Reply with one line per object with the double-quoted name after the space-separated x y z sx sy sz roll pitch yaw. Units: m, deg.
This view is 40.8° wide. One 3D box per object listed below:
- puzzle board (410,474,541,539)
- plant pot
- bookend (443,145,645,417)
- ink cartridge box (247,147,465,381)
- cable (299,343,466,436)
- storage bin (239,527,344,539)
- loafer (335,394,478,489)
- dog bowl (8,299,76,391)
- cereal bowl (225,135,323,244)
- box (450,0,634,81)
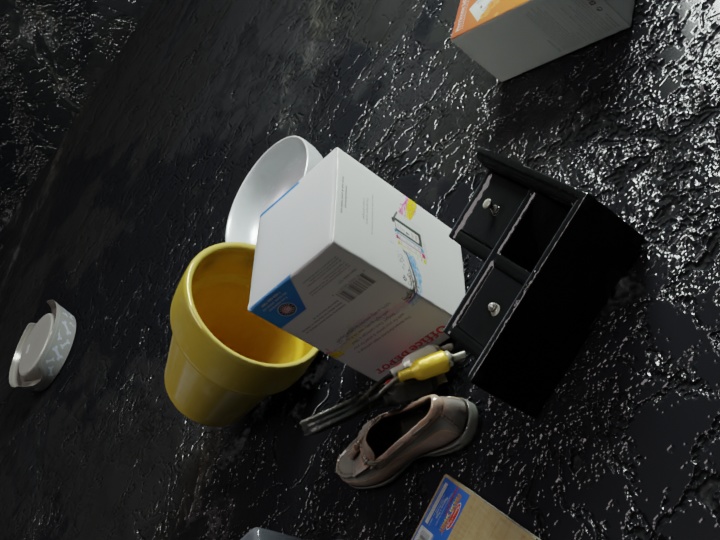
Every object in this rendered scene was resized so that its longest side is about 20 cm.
0.077 0.308 0.896 0.203 0.017 0.150 -62 30 -3 "puzzle board"
-0.168 0.100 1.277 0.190 0.197 0.203 -56 27 39 "plant pot"
0.146 0.002 0.970 0.201 0.091 0.200 -58 30 5 "bookend"
0.000 0.000 1.083 0.147 0.198 0.146 -36 36 34 "ink cartridge box"
0.013 0.121 1.012 0.097 0.197 0.051 -19 86 62 "cable"
-0.102 0.349 1.011 0.200 0.133 0.147 -43 35 24 "storage bin"
0.034 0.173 1.021 0.199 0.062 0.073 -32 42 39 "loafer"
-0.681 0.167 2.085 0.199 0.058 0.203 -37 38 35 "dog bowl"
-0.111 -0.091 1.432 0.199 0.083 0.203 -37 38 35 "cereal bowl"
0.216 -0.325 1.129 0.198 0.097 0.126 -15 53 50 "box"
